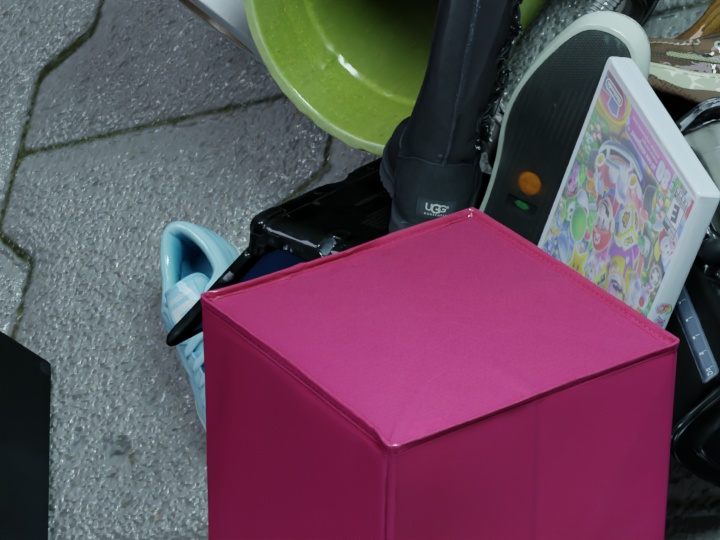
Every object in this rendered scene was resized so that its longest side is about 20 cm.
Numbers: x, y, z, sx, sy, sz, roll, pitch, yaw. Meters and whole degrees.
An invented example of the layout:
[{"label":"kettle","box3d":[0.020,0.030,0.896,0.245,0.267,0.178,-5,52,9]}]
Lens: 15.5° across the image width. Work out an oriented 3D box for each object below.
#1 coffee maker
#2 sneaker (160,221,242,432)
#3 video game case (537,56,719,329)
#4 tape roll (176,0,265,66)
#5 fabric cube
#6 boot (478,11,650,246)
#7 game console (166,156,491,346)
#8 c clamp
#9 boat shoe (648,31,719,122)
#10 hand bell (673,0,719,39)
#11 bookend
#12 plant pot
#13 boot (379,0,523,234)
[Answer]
[{"label":"coffee maker","box3d":[0.214,0.033,1.560,0.200,0.134,0.192,-105,31,-42]},{"label":"sneaker","box3d":[-0.107,0.048,1.843,0.074,0.082,0.200,-37,45,17]},{"label":"video game case","box3d":[0.143,-0.003,1.537,0.143,0.018,0.201,-115,36,-49]},{"label":"tape roll","box3d":[-0.078,-0.244,1.924,0.139,0.203,0.203,-53,43,-1]},{"label":"fabric cube","box3d":[0.040,0.112,1.478,0.199,0.200,0.196,-17,34,-29]},{"label":"boot","box3d":[0.142,-0.093,1.652,0.072,0.144,0.200,32,126,12]},{"label":"game console","box3d":[0.000,0.000,1.734,0.175,0.200,0.117,20,116,25]},{"label":"c clamp","box3d":[0.141,-0.145,1.710,0.027,0.171,0.200,40,99,12]},{"label":"boat shoe","box3d":[0.242,-0.123,1.655,0.202,0.075,0.075,18,76,29]},{"label":"hand bell","box3d":[0.238,-0.170,1.702,0.200,0.104,0.104,-53,41,18]},{"label":"bookend","box3d":[-0.332,0.168,1.951,0.200,0.092,0.199,-28,46,26]},{"label":"plant pot","box3d":[0.054,-0.205,1.782,0.199,0.201,0.190,-5,25,39]},{"label":"boot","box3d":[0.060,-0.132,1.620,0.165,0.065,0.201,-97,14,-64]}]
